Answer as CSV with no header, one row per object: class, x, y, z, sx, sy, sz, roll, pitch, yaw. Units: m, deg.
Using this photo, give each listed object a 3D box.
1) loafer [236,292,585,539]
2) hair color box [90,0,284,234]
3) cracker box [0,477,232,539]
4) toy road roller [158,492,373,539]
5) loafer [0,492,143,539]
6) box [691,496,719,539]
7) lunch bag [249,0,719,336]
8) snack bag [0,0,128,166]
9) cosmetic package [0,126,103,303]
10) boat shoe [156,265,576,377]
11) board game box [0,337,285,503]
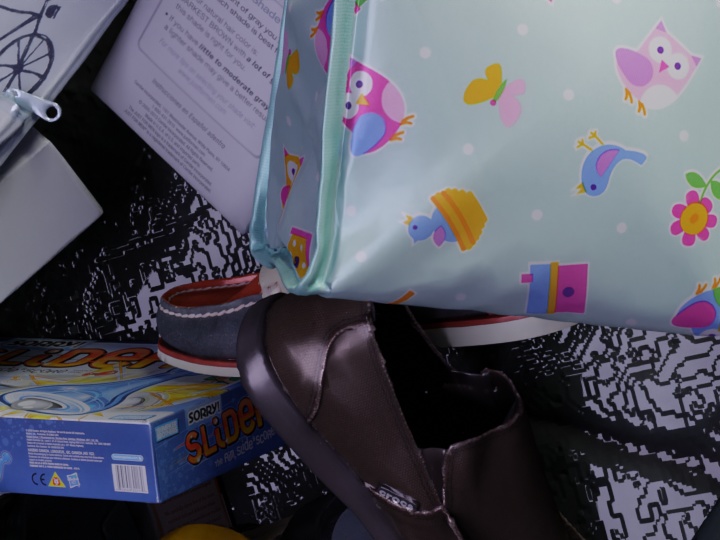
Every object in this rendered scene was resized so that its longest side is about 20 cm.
loafer,0.038,0.079,0.848,0.071,0.073,0.200,-31,114,33
hair color box,-0.019,-0.124,0.893,0.099,0.061,0.200,43,119,18
cracker box,-0.109,0.183,1.010,0.134,0.058,0.201,-17,91,33
toy road roller,-0.030,0.194,0.885,0.123,0.146,0.200,-25,97,50
loafer,-0.114,0.186,0.947,0.072,0.073,0.201,-18,85,52
box,0.118,0.182,0.783,0.046,0.200,0.159,26,116,-3
lunch bag,0.057,-0.086,0.773,0.170,0.122,0.201,5,95,-12
snack bag,-0.195,-0.089,0.943,0.188,0.021,0.200,26,74,42
cosmetic package,-0.230,-0.005,0.959,0.200,0.052,0.151,-42,40,-9
boat shoe,0.000,0.000,0.894,0.199,0.071,0.063,-8,109,28
board game box,-0.128,0.061,0.952,0.199,0.135,0.035,0,101,32
